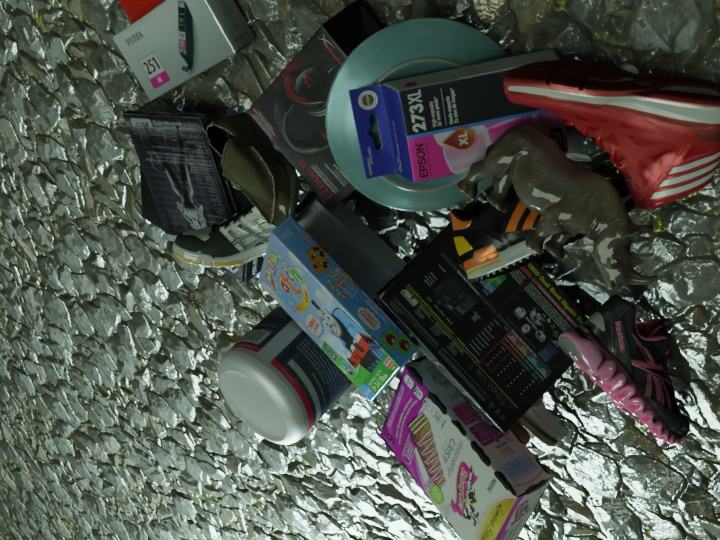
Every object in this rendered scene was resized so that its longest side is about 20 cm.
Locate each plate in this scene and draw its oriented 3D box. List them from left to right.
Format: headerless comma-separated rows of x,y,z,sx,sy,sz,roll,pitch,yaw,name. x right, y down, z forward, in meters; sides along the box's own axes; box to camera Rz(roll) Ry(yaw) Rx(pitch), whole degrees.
0.064,-0.144,0.972,0.197,0.026,0.202,-2,119,-3,plate

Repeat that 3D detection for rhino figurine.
0.185,-0.054,0.893,0.200,0.060,0.088,42,114,22,rhino figurine

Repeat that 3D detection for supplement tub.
-0.070,0.106,1.254,0.140,0.200,0.141,29,142,25,supplement tub

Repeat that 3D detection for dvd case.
-0.225,-0.112,1.298,0.147,0.016,0.202,9,126,37,dvd case

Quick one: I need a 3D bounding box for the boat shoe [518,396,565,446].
0.181,0.128,1.142,0.200,0.068,0.075,43,179,-29,boat shoe

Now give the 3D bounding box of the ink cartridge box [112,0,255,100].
-0.235,-0.314,1.190,0.199,0.044,0.175,-13,114,48,ink cartridge box

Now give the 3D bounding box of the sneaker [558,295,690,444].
0.292,0.100,1.020,0.200,0.096,0.079,43,177,-30,sneaker

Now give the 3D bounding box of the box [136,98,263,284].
-0.214,-0.105,1.342,0.199,0.047,0.194,32,136,20,box

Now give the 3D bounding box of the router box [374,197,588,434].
0.133,0.049,1.058,0.200,0.150,0.062,47,174,0,router box

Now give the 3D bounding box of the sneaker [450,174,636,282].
0.174,-0.063,0.971,0.199,0.070,0.091,-28,81,28,sneaker

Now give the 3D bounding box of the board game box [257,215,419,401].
-0.031,0.047,1.124,0.200,0.037,0.151,47,157,8,board game box

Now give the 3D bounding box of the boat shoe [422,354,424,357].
0.110,0.096,1.192,0.072,0.065,0.201,36,140,14,boat shoe

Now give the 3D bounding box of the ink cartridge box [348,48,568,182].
0.094,-0.141,0.942,0.197,0.037,0.096,-10,120,5,ink cartridge box

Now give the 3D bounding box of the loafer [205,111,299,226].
-0.130,-0.115,1.169,0.200,0.069,0.076,55,142,43,loafer

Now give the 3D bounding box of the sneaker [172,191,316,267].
-0.136,-0.058,1.238,0.197,0.076,0.089,-5,113,-5,sneaker

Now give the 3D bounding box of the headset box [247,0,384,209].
-0.023,-0.170,1.084,0.149,0.075,0.200,50,141,-5,headset box

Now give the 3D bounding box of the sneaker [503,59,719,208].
0.218,-0.113,0.875,0.198,0.078,0.117,14,121,22,sneaker

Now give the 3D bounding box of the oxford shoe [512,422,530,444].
0.130,0.214,1.241,0.070,0.075,0.200,42,161,-10,oxford shoe

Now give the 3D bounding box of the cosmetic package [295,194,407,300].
0.000,0.000,1.184,0.200,0.051,0.082,43,119,-9,cosmetic package

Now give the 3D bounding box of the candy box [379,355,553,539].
0.113,0.210,1.134,0.200,0.061,0.137,48,141,30,candy box
